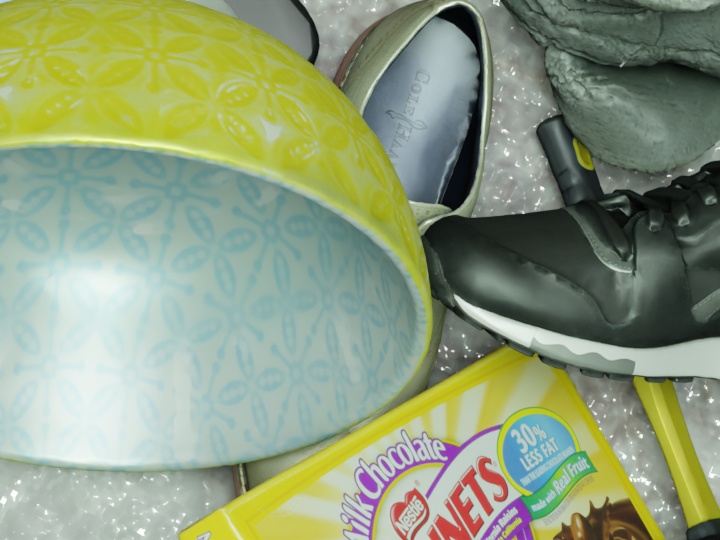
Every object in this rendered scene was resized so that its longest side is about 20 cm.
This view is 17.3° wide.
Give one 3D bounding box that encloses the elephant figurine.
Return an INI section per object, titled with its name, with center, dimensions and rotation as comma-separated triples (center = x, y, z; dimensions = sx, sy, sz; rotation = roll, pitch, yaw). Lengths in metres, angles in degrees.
[elephant figurine]
center = 0.106, -0.105, 0.813
dimensions = 0.198, 0.155, 0.142
rotation = -14, 111, -1

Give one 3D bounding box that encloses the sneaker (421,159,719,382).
[sneaker]
center = 0.115, -0.013, 0.765
dimensions = 0.199, 0.076, 0.088
rotation = 8, 108, -20

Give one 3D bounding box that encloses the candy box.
[candy box]
center = 0.029, 0.091, 0.750
dimensions = 0.026, 0.200, 0.103
rotation = -36, 84, 34

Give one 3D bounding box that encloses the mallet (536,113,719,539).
[mallet]
center = 0.095, 0.039, 0.812
dimensions = 0.066, 0.041, 0.201
rotation = -10, 73, -52

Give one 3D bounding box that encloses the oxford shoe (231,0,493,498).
[oxford shoe]
center = 0.000, 0.000, 0.801
dimensions = 0.070, 0.074, 0.202
rotation = 13, 81, -7

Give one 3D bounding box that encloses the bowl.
[bowl]
center = -0.077, -0.028, 0.730
dimensions = 0.198, 0.201, 0.108
rotation = 4, 59, -6

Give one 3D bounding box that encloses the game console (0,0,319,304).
[game console]
center = -0.126, -0.080, 0.769
dimensions = 0.200, 0.118, 0.171
rotation = -43, 94, -10
